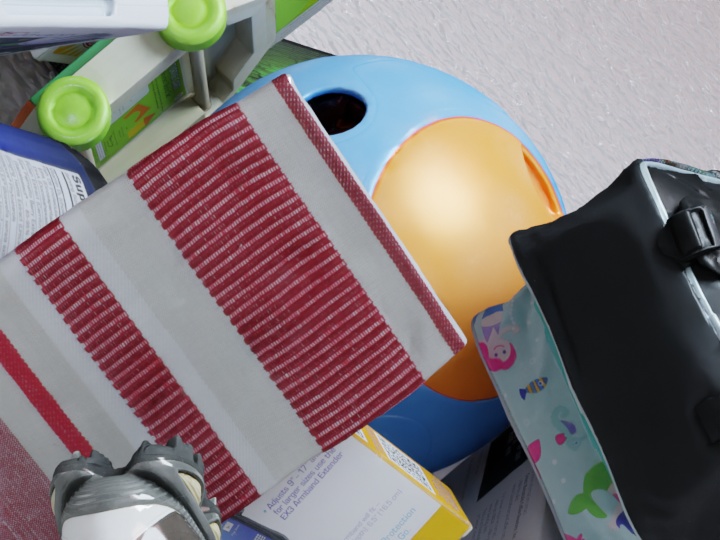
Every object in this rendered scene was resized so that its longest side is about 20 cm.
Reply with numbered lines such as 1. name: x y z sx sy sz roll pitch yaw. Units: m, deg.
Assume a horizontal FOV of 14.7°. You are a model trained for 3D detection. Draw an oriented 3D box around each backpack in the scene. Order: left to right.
1. backpack: 0.157 0.050 1.201 0.200 0.151 0.178 0 61 -52

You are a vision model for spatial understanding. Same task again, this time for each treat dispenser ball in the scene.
1. treat dispenser ball: 0.000 0.000 1.300 0.201 0.201 0.201 39 22 -19

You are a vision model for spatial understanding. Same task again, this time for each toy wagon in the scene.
1. toy wagon: -0.086 -0.090 1.293 0.040 0.200 0.155 46 -11 10

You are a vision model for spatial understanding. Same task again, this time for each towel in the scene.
1. towel: -0.075 0.032 1.066 0.144 0.200 0.023 56 1 -27

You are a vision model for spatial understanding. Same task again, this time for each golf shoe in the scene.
1. golf shoe: -0.064 0.154 1.052 0.200 0.078 0.095 57 22 -43

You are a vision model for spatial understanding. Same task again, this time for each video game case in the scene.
1. video game case: -0.204 -0.092 1.106 0.182 0.200 0.023 -10 94 -66

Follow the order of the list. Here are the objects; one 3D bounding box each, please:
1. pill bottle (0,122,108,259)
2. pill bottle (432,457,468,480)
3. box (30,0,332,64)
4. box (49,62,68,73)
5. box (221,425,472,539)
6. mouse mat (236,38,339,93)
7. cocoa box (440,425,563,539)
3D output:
1. pill bottle: -0.166 -0.008 1.119 0.200 0.112 0.112 16 37 -54
2. pill bottle: 0.069 0.051 1.465 0.114 0.114 0.200 36 23 -27
3. box: -0.095 -0.166 1.345 0.101 0.112 0.200 59 20 12
4. box: -0.107 -0.127 1.540 0.160 0.044 0.200 49 21 8
5. box: -0.067 0.085 1.125 0.200 0.119 0.041 40 8 -22
6. mouse mat: -0.009 -0.080 1.487 0.200 0.008 0.161 16 28 -31
7. cocoa box: 0.087 0.166 1.265 0.131 0.133 0.200 44 21 -9
